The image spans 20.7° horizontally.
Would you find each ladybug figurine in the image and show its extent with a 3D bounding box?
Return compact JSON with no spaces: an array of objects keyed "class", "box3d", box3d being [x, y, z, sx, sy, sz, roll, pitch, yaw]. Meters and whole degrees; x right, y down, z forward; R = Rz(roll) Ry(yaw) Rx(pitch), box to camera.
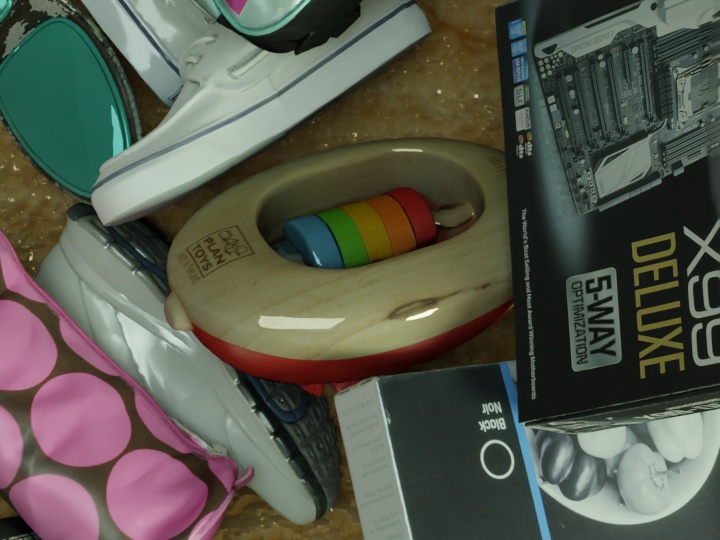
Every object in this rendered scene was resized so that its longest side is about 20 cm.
[{"class":"ladybug figurine","box3d":[0.000,0.000,0.948,0.198,0.072,0.136,-15,40,-18]}]

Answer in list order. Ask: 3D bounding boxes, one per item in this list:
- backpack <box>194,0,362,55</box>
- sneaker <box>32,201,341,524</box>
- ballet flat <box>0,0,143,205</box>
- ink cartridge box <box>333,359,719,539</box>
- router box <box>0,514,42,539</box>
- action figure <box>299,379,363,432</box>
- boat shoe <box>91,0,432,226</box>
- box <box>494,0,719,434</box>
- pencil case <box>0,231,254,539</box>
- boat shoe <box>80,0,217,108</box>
[{"class":"backpack","box3d":[-0.050,-0.221,0.891,0.176,0.153,0.200,-41,80,5]},{"class":"sneaker","box3d":[-0.090,0.057,0.999,0.200,0.074,0.087,45,109,11]},{"class":"ballet flat","box3d":[-0.170,-0.119,1.013,0.072,0.072,0.201,-38,84,3]},{"class":"ink cartridge box","box3d":[0.098,0.139,0.913,0.197,0.043,0.202,-6,79,-32]},{"class":"router box","box3d":[-0.220,0.201,0.955,0.200,0.150,0.062,-40,83,3]},{"class":"action figure","box3d":[0.036,0.109,0.972,0.052,0.065,0.200,-41,84,-1]},{"class":"boat shoe","box3d":[-0.058,-0.093,0.975,0.199,0.074,0.066,-34,91,-25]},{"class":"box","box3d":[0.139,-0.039,0.862,0.157,0.050,0.202,-14,71,40]},{"class":"pencil case","box3d":[-0.148,0.064,0.940,0.200,0.091,0.094,45,84,0]},{"class":"boat shoe","box3d":[-0.125,-0.187,1.010,0.086,0.075,0.202,-38,85,3]}]
